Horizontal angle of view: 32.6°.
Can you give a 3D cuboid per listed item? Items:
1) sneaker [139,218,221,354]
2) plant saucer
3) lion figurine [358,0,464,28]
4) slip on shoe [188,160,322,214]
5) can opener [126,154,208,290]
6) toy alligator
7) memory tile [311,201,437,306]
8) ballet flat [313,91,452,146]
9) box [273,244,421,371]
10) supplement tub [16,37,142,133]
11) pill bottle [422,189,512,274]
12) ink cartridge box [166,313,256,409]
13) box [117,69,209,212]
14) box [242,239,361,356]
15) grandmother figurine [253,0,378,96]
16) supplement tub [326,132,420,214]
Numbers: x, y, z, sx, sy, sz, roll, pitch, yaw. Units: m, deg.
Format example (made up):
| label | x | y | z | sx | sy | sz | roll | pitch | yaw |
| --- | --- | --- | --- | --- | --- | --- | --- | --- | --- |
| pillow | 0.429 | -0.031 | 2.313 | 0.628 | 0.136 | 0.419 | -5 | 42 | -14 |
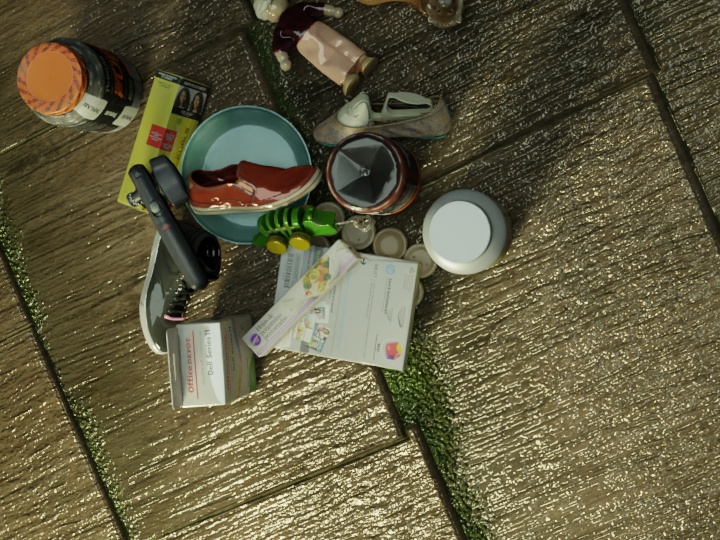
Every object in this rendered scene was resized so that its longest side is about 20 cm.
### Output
| label | x | y | z | sx | sy | sz | roll | pitch | yaw |
| --- | --- | --- | --- | --- | --- | --- | --- | --- | --- |
| sneaker | -0.258 | 0.027 | 1.783 | 0.099 | 0.071 | 0.201 | 8 | 90 | 37 |
| plant saucer | -0.163 | -0.138 | 1.790 | 0.199 | 0.036 | 0.201 | 0 | 92 | 11 |
| lion figurine | 0.052 | -0.404 | 1.728 | 0.199 | 0.072 | 0.123 | 7 | 107 | 25 |
| slip on shoe | -0.152 | -0.123 | 1.728 | 0.199 | 0.074 | 0.061 | -6 | 125 | 15 |
| can opener | -0.265 | -0.063 | 1.716 | 0.078 | 0.063 | 0.201 | -26 | 83 | 10 |
| toy alligator | -0.077 | -0.068 | 1.704 | 0.199 | 0.054 | 0.060 | -9 | 50 | 30 |
| memory tile | 0.000 | 0.000 | 1.773 | 0.199 | 0.017 | 0.154 | 24 | 96 | 10 |
| ballet flat | 0.028 | -0.220 | 1.729 | 0.199 | 0.068 | 0.067 | -5 | 135 | 5 |
| box | -0.022 | 0.049 | 1.750 | 0.199 | 0.041 | 0.157 | 9 | 94 | 12 |
| supplement tub | -0.399 | -0.262 | 1.748 | 0.122 | 0.200 | 0.123 | 1 | 93 | 11 |
| pill bottle | 0.143 | -0.052 | 1.648 | 0.111 | 0.200 | 0.113 | 0 | 92 | 11 |
| ink cartridge box | -0.206 | 0.126 | 1.724 | 0.067 | 0.200 | 0.118 | -4 | 92 | 11 |
| box | -0.286 | -0.185 | 1.789 | 0.050 | 0.075 | 0.201 | 22 | 95 | 27 |
| box | -0.082 | 0.038 | 1.720 | 0.200 | 0.041 | 0.039 | -46 | 82 | 10 |
| grandmother figurine | -0.077 | -0.335 | 1.758 | 0.200 | 0.061 | 0.121 | 42 | 72 | 10 |
| supplement tub | 0.024 | -0.128 | 1.669 | 0.106 | 0.200 | 0.108 | 0 | 91 | 12 |
